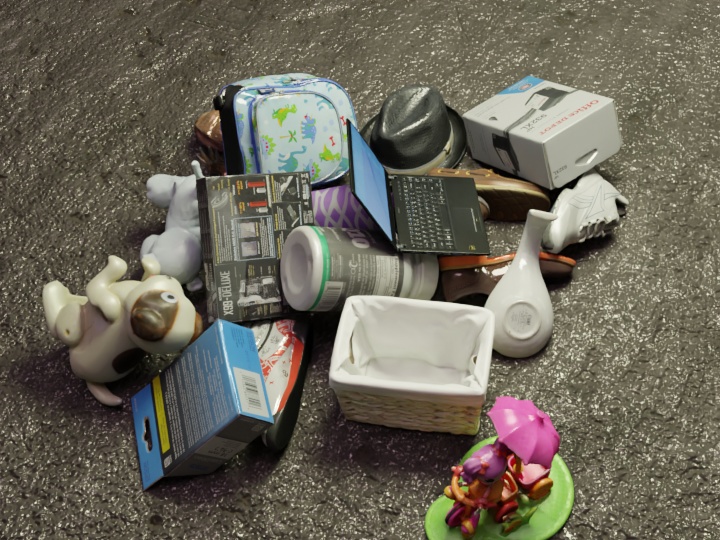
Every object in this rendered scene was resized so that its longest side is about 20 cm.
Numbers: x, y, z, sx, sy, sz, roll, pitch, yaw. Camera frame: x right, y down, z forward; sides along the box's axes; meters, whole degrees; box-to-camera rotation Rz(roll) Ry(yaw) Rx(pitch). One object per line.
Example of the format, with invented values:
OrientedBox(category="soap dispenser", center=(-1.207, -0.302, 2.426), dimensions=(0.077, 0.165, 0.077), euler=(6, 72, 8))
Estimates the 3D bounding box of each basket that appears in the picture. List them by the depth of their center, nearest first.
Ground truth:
OrientedBox(category="basket", center=(0.071, 0.127, 1.283), dimensions=(0.198, 0.124, 0.136), euler=(5, 53, 11))

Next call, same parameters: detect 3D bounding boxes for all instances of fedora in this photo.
OrientedBox(category="fedora", center=(0.078, -0.230, 1.579), dimensions=(0.199, 0.092, 0.202), euler=(-3, 51, 4))

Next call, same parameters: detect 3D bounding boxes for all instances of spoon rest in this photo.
OrientedBox(category="spoon rest", center=(0.226, 0.019, 1.348), dimensions=(0.098, 0.061, 0.202), euler=(13, 93, -1))

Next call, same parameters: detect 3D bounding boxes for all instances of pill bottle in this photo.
OrientedBox(category="pill bottle", center=(0.000, 0.000, 1.356), dimensions=(0.198, 0.113, 0.114), euler=(2, 45, -31))

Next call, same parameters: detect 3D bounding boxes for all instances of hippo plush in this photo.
OrientedBox(category="hippo plush", center=(-0.241, -0.049, 1.456), dimensions=(0.199, 0.158, 0.162), euler=(-1, 71, 56))

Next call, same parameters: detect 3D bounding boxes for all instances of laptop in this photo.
OrientedBox(category="laptop", center=(0.077, -0.116, 1.355), dimensions=(0.198, 0.104, 0.178), euler=(2, 41, -5))

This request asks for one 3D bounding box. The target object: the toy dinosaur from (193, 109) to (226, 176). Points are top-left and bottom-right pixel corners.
OrientedBox(category="toy dinosaur", center=(-0.228, -0.216, 1.615), dimensions=(0.135, 0.086, 0.200), euler=(-39, 52, -14))

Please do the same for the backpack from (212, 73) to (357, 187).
OrientedBox(category="backpack", center=(-0.101, -0.207, 1.515), dimensions=(0.199, 0.185, 0.147), euler=(-16, 21, -26))

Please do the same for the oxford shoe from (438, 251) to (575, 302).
OrientedBox(category="oxford shoe", center=(0.210, 0.012, 1.408), dimensions=(0.198, 0.071, 0.073), euler=(-3, 85, -5))

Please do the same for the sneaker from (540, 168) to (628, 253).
OrientedBox(category="sneaker", center=(0.327, -0.081, 1.432), dimensions=(0.087, 0.075, 0.200), euler=(33, 47, 18))

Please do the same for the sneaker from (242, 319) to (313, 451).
OrientedBox(category="sneaker", center=(-0.134, 0.150, 1.325), dimensions=(0.107, 0.068, 0.202), euler=(4, 49, 10))

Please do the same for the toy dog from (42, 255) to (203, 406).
OrientedBox(category="toy dog", center=(-0.311, 0.072, 1.325), dimensions=(0.199, 0.139, 0.196), euler=(-16, 66, 31))

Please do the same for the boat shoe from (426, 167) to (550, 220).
OrientedBox(category="boat shoe", center=(0.190, -0.125, 1.499), dimensions=(0.198, 0.072, 0.068), euler=(6, 55, 14))

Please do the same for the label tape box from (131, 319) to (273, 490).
OrientedBox(category="label tape box", center=(-0.210, 0.181, 1.289), dimensions=(0.200, 0.063, 0.145), euler=(-40, 49, 28))

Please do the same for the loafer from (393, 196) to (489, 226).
OrientedBox(category="loafer", center=(0.094, -0.070, 1.475), dimensions=(0.198, 0.073, 0.071), euler=(-4, 55, 15))

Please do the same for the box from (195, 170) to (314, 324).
OrientedBox(category="box", center=(-0.139, -0.033, 1.371), dimensions=(0.156, 0.202, 0.050), euler=(-7, 3, -27))

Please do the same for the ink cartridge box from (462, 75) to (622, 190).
OrientedBox(category="ink cartridge box", center=(0.275, -0.214, 1.510), dimensions=(0.144, 0.084, 0.200), euler=(-31, 33, -18))

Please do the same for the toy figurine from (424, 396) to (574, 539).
OrientedBox(category="toy figurine", center=(0.160, 0.229, 1.154), dimensions=(0.199, 0.185, 0.150), euler=(-28, 54, -14))

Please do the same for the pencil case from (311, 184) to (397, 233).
OrientedBox(category="pencil case", center=(-0.043, -0.083, 1.452), dimensions=(0.198, 0.085, 0.086), euler=(-5, 22, 27))
